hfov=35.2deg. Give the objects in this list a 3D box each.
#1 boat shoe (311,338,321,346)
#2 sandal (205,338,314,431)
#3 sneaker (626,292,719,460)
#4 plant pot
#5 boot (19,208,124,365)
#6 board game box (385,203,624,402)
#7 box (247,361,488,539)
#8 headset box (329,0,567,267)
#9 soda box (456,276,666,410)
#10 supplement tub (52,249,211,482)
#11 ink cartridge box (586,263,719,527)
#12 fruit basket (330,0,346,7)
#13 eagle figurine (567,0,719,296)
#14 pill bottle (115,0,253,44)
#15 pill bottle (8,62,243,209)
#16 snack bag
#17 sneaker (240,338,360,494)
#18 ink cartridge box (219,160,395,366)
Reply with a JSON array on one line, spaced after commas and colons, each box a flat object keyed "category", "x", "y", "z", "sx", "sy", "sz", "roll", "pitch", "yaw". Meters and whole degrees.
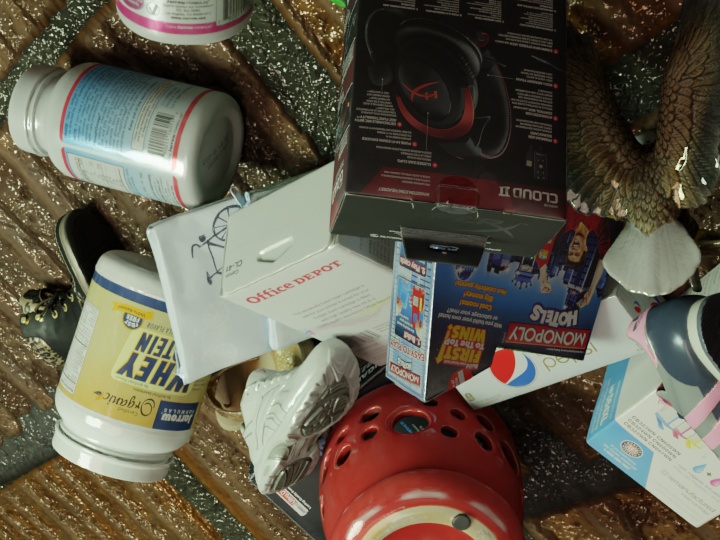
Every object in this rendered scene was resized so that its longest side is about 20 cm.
[{"category": "boat shoe", "x": -0.046, "y": 0.154, "z": 1.216, "sx": 0.067, "sy": 0.072, "sz": 0.202, "roll": -7, "pitch": 123, "yaw": -13}, {"category": "sandal", "x": -0.129, "y": 0.117, "z": 1.184, "sx": 0.211, "sy": 0.069, "sz": 0.079, "roll": -33, "pitch": 67, "yaw": 49}, {"category": "sneaker", "x": 0.268, "y": 0.101, "z": 0.840, "sx": 0.082, "sy": 0.070, "sz": 0.201, "roll": -7, "pitch": 119, "yaw": 50}, {"category": "plant pot", "x": 0.057, "y": 0.231, "z": 1.053, "sx": 0.198, "sy": 0.183, "sz": 0.203, "roll": 0, "pitch": 114, "yaw": 0}, {"category": "boot", "x": -0.314, "y": 0.029, "z": 1.242, "sx": 0.149, "sy": 0.074, "sz": 0.201, "roll": -5, "pitch": 128, "yaw": 30}, {"category": "board game box", "x": 0.101, "y": 0.004, "z": 0.894, "sx": 0.062, "sy": 0.198, "sz": 0.202, "roll": 28, "pitch": 104, "yaw": 56}, {"category": "box", "x": 0.021, "y": 0.209, "z": 1.166, "sx": 0.198, "sy": 0.050, "sz": 0.200, "roll": -39, "pitch": 107, "yaw": 14}, {"category": "headset box", "x": 0.059, "y": -0.101, "z": 0.764, "sx": 0.147, "sy": 0.203, "sz": 0.075, "roll": 6, "pitch": 161, "yaw": -8}, {"category": "soda box", "x": 0.168, "y": 0.056, "z": 1.014, "sx": 0.199, "sy": 0.068, "sz": 0.064, "roll": -26, "pitch": 111, "yaw": 39}, {"category": "supplement tub", "x": -0.221, "y": 0.095, "z": 1.138, "sx": 0.143, "sy": 0.144, "sz": 0.202, "roll": 19, "pitch": 94, "yaw": 12}, {"category": "ink cartridge box", "x": 0.305, "y": 0.090, "z": 0.931, "sx": 0.128, "sy": 0.126, "sz": 0.200, "roll": 37, "pitch": 134, "yaw": -4}, {"category": "fruit basket", "x": -0.007, "y": -0.297, "z": 0.773, "sx": 0.154, "sy": 0.216, "sz": 0.217, "roll": 27, "pitch": 133, "yaw": 5}, {"category": "eagle figurine", "x": 0.209, "y": -0.093, "z": 0.832, "sx": 0.151, "sy": 0.151, "sz": 0.202, "roll": 31, "pitch": 144, "yaw": 62}, {"category": "pill bottle", "x": -0.136, "y": -0.288, "z": 0.871, "sx": 0.112, "sy": 0.114, "sz": 0.202, "roll": 18, "pitch": 131, "yaw": 13}, {"category": "pill bottle", "x": -0.215, "y": -0.128, "z": 1.039, "sx": 0.198, "sy": 0.109, "sz": 0.110, "roll": 16, "pitch": 131, "yaw": 16}, {"category": "snack bag", "x": -0.091, "y": 0.004, "z": 1.051, "sx": 0.021, "sy": 0.198, "sz": 0.190, "roll": -129, "pitch": 26, "yaw": -49}, {"category": "sneaker", "x": -0.071, "y": 0.121, "z": 1.062, "sx": 0.100, "sy": 0.077, "sz": 0.201, "roll": 53, "pitch": 133, "yaw": 25}, {"category": "ink cartridge box", "x": 0.000, "y": 0.000, "z": 0.988, "sx": 0.147, "sy": 0.087, "sz": 0.199, "roll": -23, "pitch": 143, "yaw": 38}]
